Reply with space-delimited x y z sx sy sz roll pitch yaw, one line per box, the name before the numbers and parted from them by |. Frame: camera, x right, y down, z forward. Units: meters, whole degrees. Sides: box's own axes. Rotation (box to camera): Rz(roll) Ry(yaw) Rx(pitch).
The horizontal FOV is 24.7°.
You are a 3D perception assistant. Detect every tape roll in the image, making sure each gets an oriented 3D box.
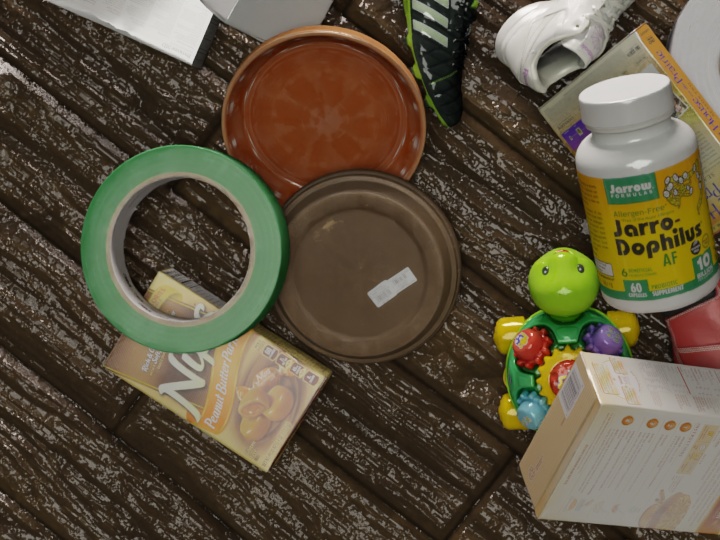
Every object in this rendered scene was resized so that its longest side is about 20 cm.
tape roll | 0.391 -0.196 1.565 0.199 0.066 0.201 0 93 7
tape roll | -0.170 -0.021 1.598 0.200 0.048 0.201 0 93 8

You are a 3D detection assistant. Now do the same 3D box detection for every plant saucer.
plant saucer | 0.000 0.000 1.623 0.199 0.029 0.201 2 106 6
plant saucer | -0.035 -0.145 1.603 0.199 0.032 0.201 2 121 4

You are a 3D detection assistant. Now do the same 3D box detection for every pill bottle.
pill bottle | 0.259 -0.072 1.501 0.112 0.113 0.201 -11 110 7

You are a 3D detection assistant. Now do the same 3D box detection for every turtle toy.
turtle toy | 0.200 0.078 1.587 0.145 0.101 0.201 -4 93 7

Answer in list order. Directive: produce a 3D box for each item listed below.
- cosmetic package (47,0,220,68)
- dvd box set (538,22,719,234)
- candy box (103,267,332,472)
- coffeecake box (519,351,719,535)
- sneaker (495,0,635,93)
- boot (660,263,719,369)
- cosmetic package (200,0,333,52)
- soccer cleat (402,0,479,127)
cosmetic package | -0.237 -0.279 1.642 0.199 0.051 0.083 25 93 5
dvd box set | 0.279 -0.115 1.561 0.200 0.029 0.146 52 136 2
candy box | -0.143 0.099 1.652 0.200 0.055 0.116 32 96 4
coffeecake box | 0.272 0.164 1.529 0.199 0.073 0.154 8 128 -19
sneaker | 0.225 -0.243 1.562 0.200 0.100 0.075 -41 130 13
boot | 0.390 0.038 1.579 0.199 0.072 0.145 -16 90 11
cosmetic package | -0.060 -0.317 1.582 0.101 0.074 0.200 23 103 -37
soccer cleat | 0.082 -0.242 1.597 0.081 0.068 0.201 -12 89 16
